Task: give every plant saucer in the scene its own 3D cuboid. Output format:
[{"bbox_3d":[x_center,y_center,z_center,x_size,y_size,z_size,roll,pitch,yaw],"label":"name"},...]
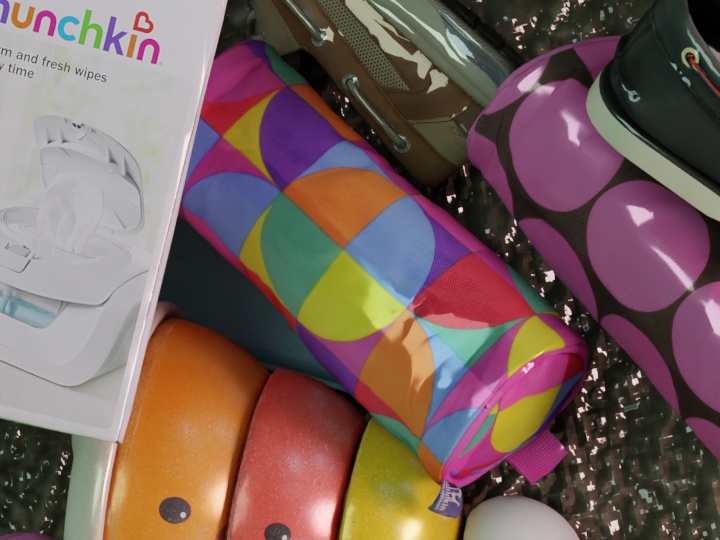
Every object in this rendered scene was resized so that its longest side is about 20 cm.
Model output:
[{"bbox_3d":[-0.067,-0.002,1.145,0.199,0.019,0.070,15,89,24],"label":"plant saucer"}]

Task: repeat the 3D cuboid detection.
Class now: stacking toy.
[{"bbox_3d":[-0.010,0.096,1.064,0.199,0.146,0.147,8,87,8],"label":"stacking toy"}]

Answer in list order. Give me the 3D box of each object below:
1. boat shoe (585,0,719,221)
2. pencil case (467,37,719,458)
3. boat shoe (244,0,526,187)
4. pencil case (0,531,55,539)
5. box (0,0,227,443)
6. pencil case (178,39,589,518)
[{"bbox_3d":[0.179,-0.032,0.957,0.201,0.074,0.063,32,128,-5],"label":"boat shoe"},{"bbox_3d":[0.132,-0.001,1.015,0.093,0.091,0.200,-29,69,-25],"label":"pencil case"},{"bbox_3d":[-0.018,-0.112,1.108,0.200,0.076,0.072,44,103,23],"label":"boat shoe"},{"bbox_3d":[-0.118,0.212,1.105,0.093,0.091,0.200,-29,69,-15],"label":"pencil case"},{"bbox_3d":[-0.126,-0.037,1.008,0.096,0.200,0.178,13,89,-15],"label":"box"},{"bbox_3d":[0.000,0.000,1.048,0.200,0.088,0.088,46,102,20],"label":"pencil case"}]
